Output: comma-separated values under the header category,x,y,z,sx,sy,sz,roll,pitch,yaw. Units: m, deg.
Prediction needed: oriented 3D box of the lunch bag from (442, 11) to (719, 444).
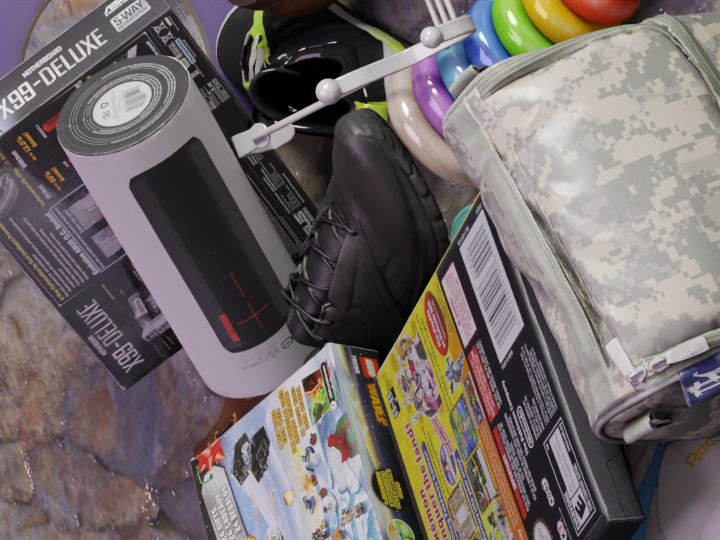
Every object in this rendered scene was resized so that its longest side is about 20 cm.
category,x,y,z,sx,sy,sz,roll,pitch,yaw
lunch bag,0.143,-0.017,1.400,0.139,0.168,0.200,-51,58,46

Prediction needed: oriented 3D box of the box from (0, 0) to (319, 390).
category,x,y,z,sx,sy,sz,roll,pitch,yaw
box,-0.129,-0.047,1.690,0.200,0.158,0.050,53,179,-39

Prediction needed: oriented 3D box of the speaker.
category,x,y,z,sx,sy,sz,roll,pitch,yaw
speaker,-0.092,-0.022,1.642,0.081,0.081,0.200,30,155,46

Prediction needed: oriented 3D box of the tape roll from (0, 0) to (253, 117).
category,x,y,z,sx,sy,sz,roll,pitch,yaw
tape roll,-0.167,-0.114,1.769,0.085,0.200,0.200,7,103,52

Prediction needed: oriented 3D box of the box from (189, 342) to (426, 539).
category,x,y,z,sx,sy,sz,roll,pitch,yaw
box,-0.021,0.159,1.599,0.137,0.040,0.200,-40,52,37

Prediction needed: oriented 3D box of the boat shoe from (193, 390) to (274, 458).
category,x,y,z,sx,sy,sz,roll,pitch,yaw
boat shoe,-0.053,0.085,1.766,0.068,0.072,0.200,61,142,22

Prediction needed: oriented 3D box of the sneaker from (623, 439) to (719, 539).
category,x,y,z,sx,sy,sz,roll,pitch,yaw
sneaker,0.145,0.158,1.496,0.081,0.077,0.200,34,124,20

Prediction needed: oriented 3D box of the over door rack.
category,x,y,z,sx,sy,sz,roll,pitch,yaw
over door rack,-0.038,-0.152,1.555,0.200,0.067,0.148,-26,84,50

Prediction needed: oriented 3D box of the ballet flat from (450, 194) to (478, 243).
category,x,y,z,sx,sy,sz,roll,pitch,yaw
ballet flat,0.102,0.051,1.548,0.069,0.071,0.200,-38,58,46

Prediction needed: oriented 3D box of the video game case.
category,x,y,z,sx,sy,sz,roll,pitch,yaw
video game case,0.071,0.087,1.484,0.181,0.025,0.200,118,142,-49

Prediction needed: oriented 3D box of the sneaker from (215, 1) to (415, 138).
category,x,y,z,sx,sy,sz,roll,pitch,yaw
sneaker,-0.036,-0.119,1.689,0.200,0.083,0.072,19,112,50

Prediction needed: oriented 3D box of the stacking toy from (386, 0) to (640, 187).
category,x,y,z,sx,sy,sz,roll,pitch,yaw
stacking toy,0.097,-0.131,1.520,0.200,0.085,0.085,-47,60,41

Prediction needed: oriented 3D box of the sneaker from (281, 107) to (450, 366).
category,x,y,z,sx,sy,sz,roll,pitch,yaw
sneaker,0.000,0.000,1.611,0.076,0.091,0.200,-123,18,-46

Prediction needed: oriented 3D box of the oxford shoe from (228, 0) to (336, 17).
category,x,y,z,sx,sy,sz,roll,pitch,yaw
oxford shoe,0.010,-0.211,1.632,0.200,0.071,0.071,-39,53,32
